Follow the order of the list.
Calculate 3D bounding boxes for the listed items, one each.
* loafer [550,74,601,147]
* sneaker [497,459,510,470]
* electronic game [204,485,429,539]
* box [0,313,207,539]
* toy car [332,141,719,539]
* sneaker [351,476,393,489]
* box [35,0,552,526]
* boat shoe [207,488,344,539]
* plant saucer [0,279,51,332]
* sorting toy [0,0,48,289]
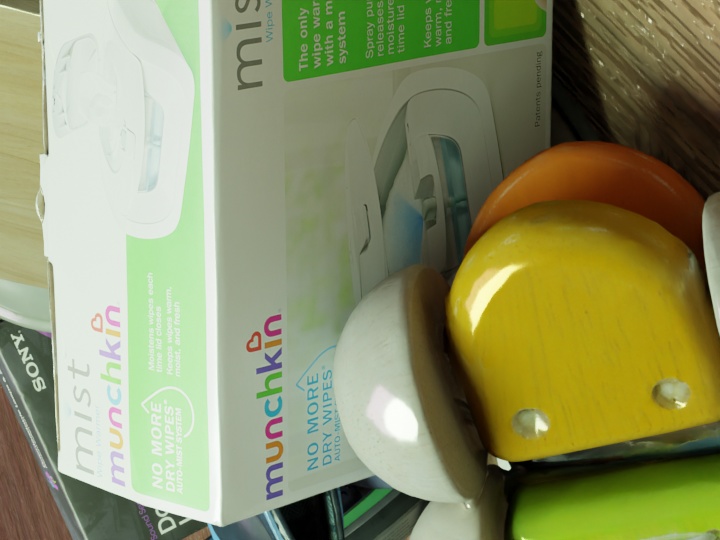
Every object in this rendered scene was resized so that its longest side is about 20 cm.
[{"bbox_3d":[0.033,-0.067,1.050,0.200,0.063,0.072,52,160,36],"label":"loafer"},{"bbox_3d":[0.102,0.107,1.135,0.201,0.075,0.116,66,-166,-55],"label":"sneaker"},{"bbox_3d":[-0.034,0.135,1.325,0.042,0.200,0.200,58,165,-8],"label":"electronic game"},{"bbox_3d":[-0.079,0.052,1.334,0.143,0.200,0.036,65,163,-7],"label":"box"},{"bbox_3d":[0.096,0.048,0.917,0.150,0.175,0.200,-72,-34,-61],"label":"toy car"},{"bbox_3d":[-0.015,0.021,1.136,0.200,0.074,0.082,46,152,46],"label":"sneaker"},{"bbox_3d":[-0.022,-0.031,0.944,0.097,0.176,0.201,13,109,42],"label":"box"},{"bbox_3d":[-0.036,0.031,1.054,0.069,0.084,0.200,15,128,55],"label":"boat shoe"},{"bbox_3d":[-0.143,-0.069,1.257,0.200,0.200,0.050,62,-171,7],"label":"plant saucer"},{"bbox_3d":[-0.152,-0.079,1.117,0.199,0.199,0.070,105,177,-56],"label":"sorting toy"}]
